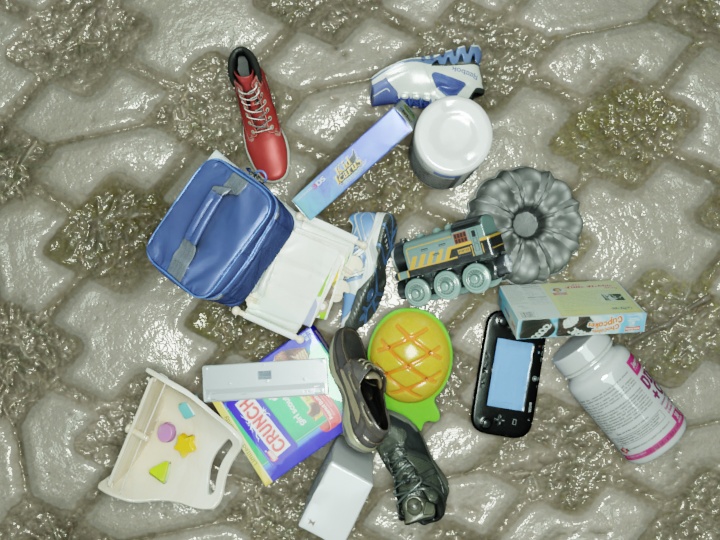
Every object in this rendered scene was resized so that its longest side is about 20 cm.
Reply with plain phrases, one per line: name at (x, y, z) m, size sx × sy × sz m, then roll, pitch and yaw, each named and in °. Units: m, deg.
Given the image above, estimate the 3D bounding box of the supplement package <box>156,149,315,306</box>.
supplement package at (-0.190, -0.063, 1.114) m, size 0.199 × 0.111 × 0.156 m, roll 38°, pitch 89°, yaw 3°

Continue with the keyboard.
keyboard at (-0.149, 0.171, 1.081) m, size 0.197 × 0.011 × 0.057 m, roll -4°, pitch 79°, yaw 3°

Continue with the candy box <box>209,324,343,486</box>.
candy box at (-0.114, 0.213, 1.117) m, size 0.199 × 0.077 × 0.170 m, roll -35°, pitch 86°, yaw 0°

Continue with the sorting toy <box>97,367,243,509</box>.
sorting toy at (-0.279, 0.279, 1.085) m, size 0.179 × 0.107 × 0.202 m, roll 24°, pitch 91°, yaw 14°

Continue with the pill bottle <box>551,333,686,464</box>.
pill bottle at (0.402, 0.191, 1.089) m, size 0.113 × 0.113 × 0.200 m, roll -40°, pitch 87°, yaw -1°

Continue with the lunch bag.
lunch bag at (-0.192, -0.057, 0.980) m, size 0.135 × 0.132 × 0.201 m, roll 34°, pitch 91°, yaw 13°

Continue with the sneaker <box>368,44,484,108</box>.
sneaker at (0.118, -0.286, 1.131) m, size 0.197 × 0.081 × 0.116 m, roll -16°, pitch 85°, yaw -1°

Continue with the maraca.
maraca at (0.076, 0.159, 1.103) m, size 0.135 × 0.107 × 0.203 m, roll 7°, pitch 99°, yaw 10°

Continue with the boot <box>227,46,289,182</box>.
boot at (-0.165, -0.244, 1.104) m, size 0.072 × 0.144 × 0.202 m, roll -15°, pitch 89°, yaw -1°

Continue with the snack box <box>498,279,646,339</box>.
snack box at (0.327, 0.059, 1.088) m, size 0.197 × 0.116 × 0.038 m, roll -3°, pitch 115°, yaw -3°

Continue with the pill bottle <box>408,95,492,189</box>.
pill bottle at (0.132, -0.187, 1.067) m, size 0.112 × 0.200 × 0.115 m, roll 0°, pitch 88°, yaw 0°

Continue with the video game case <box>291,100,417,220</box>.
video game case at (-0.003, -0.172, 1.054) m, size 0.200 × 0.181 × 0.046 m, roll -40°, pitch 98°, yaw 16°

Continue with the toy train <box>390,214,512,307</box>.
toy train at (0.139, -0.014, 1.092) m, size 0.198 × 0.085 × 0.115 m, roll -15°, pitch 90°, yaw 33°

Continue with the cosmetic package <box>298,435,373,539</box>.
cosmetic package at (-0.032, 0.326, 1.049) m, size 0.071 × 0.200 × 0.102 m, roll 27°, pitch 89°, yaw 2°

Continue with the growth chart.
growth chart at (-0.085, 0.014, 1.061) m, size 0.144 × 0.018 × 0.201 m, roll 32°, pitch 90°, yaw -22°

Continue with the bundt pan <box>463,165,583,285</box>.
bundt pan at (0.269, -0.076, 1.122) m, size 0.199 × 0.076 × 0.205 m, roll 0°, pitch 87°, yaw 1°

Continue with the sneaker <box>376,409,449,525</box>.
sneaker at (0.072, 0.309, 1.068) m, size 0.076 × 0.114 × 0.201 m, roll -28°, pitch 103°, yaw 14°

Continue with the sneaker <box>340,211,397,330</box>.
sneaker at (0.000, 0.000, 1.136) m, size 0.076 × 0.076 × 0.202 m, roll 15°, pitch 88°, yaw 25°

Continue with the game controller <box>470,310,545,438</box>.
game controller at (0.242, 0.169, 1.129) m, size 0.103 × 0.042 × 0.202 m, roll 10°, pitch 89°, yaw 2°

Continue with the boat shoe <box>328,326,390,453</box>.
boat shoe at (0.008, 0.172, 1.054) m, size 0.073 × 0.074 × 0.202 m, roll -36°, pitch 54°, yaw 33°
